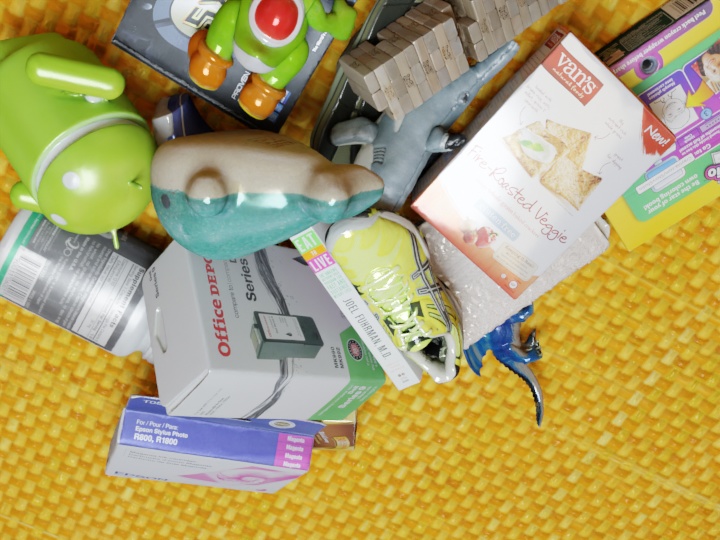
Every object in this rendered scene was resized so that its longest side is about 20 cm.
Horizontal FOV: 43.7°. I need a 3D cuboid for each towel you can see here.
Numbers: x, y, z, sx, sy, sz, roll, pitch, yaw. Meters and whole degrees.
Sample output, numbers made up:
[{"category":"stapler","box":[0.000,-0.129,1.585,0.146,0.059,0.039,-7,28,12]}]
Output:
[{"category":"towel","box":[0.137,-0.025,0.872,0.199,0.034,0.133,-36,101,-1]}]

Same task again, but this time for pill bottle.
[{"category":"pill bottle","box":[-0.254,0.014,0.887,0.198,0.114,0.114,30,114,-15]}]

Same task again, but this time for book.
[{"category":"book","box":[0.000,0.000,0.867,0.048,0.134,0.201,-25,116,21]}]

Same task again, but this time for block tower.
[{"category":"block tower","box":[0.080,-0.206,0.766,0.199,0.058,0.054,-35,129,-7]}]

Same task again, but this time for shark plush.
[{"category":"shark plush","box":[0.067,-0.120,0.797,0.199,0.083,0.091,-35,133,-2]}]

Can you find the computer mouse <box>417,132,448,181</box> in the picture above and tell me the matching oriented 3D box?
[{"category":"computer mouse","box":[0.086,-0.087,0.886,0.059,0.034,0.200,-43,115,2]}]

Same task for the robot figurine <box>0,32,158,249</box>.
[{"category":"robot figurine","box":[-0.249,-0.117,0.780,0.201,0.115,0.176,52,136,19]}]

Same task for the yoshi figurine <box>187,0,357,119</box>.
[{"category":"yoshi figurine","box":[-0.055,-0.226,0.694,0.113,0.112,0.200,54,128,18]}]

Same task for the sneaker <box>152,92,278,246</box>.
[{"category":"sneaker","box":[-0.120,-0.083,0.864,0.113,0.081,0.202,-14,123,3]}]

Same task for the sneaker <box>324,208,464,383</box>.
[{"category":"sneaker","box":[0.041,0.022,0.781,0.075,0.077,0.200,-30,131,18]}]

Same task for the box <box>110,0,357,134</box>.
[{"category":"box","box":[-0.092,-0.246,0.770,0.162,0.086,0.201,30,114,-14]}]

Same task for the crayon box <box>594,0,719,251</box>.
[{"category":"crayon box","box":[0.291,-0.144,0.837,0.199,0.059,0.173,-33,114,15]}]

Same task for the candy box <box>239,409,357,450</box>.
[{"category":"candy box","box":[-0.102,0.151,0.959,0.196,0.057,0.117,0,155,-1]}]

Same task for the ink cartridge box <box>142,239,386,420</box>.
[{"category":"ink cartridge box","box":[-0.090,0.056,0.840,0.198,0.148,0.084,9,142,-40]}]

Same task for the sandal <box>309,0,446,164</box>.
[{"category":"sandal","box":[0.010,-0.188,0.810,0.079,0.057,0.202,23,110,-39]}]

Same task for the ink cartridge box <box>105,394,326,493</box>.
[{"category":"ink cartridge box","box":[-0.155,0.186,0.923,0.193,0.044,0.200,11,155,-16]}]

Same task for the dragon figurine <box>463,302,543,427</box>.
[{"category":"dragon figurine","box":[0.137,0.071,0.945,0.098,0.059,0.203,-11,112,8]}]

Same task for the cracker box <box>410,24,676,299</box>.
[{"category":"cracker box","box":[0.157,-0.093,0.794,0.134,0.058,0.200,39,107,-11]}]

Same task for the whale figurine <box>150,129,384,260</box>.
[{"category":"whale figurine","box":[-0.079,-0.055,0.731,0.198,0.159,0.105,11,109,29]}]
